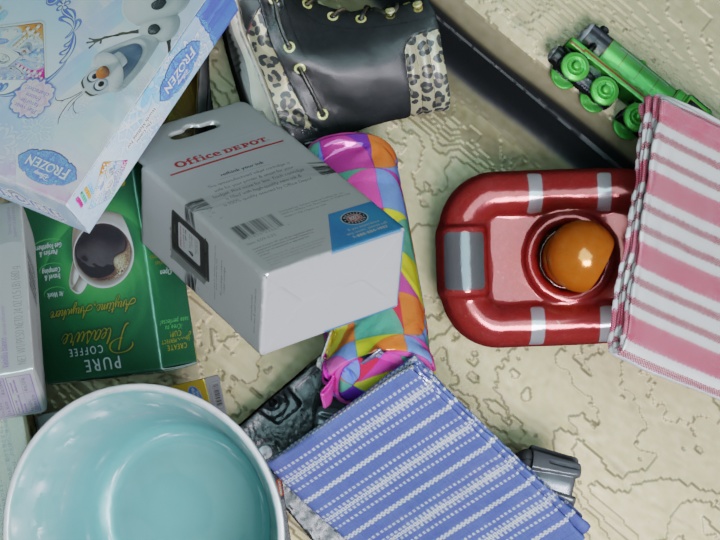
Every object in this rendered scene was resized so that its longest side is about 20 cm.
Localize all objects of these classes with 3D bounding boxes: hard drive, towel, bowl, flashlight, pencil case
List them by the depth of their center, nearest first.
[{"bbox_3d":[-0.134,0.174,1.537,0.199,0.105,0.202,0,92,14],"label":"bowl"},{"bbox_3d":[0.051,0.160,1.598,0.145,0.024,0.200,-36,114,23],"label":"towel"},{"bbox_3d":[0.000,0.000,1.612,0.088,0.089,0.201,-6,59,-4],"label":"pencil case"},{"bbox_3d":[0.243,-0.012,1.613,0.146,0.030,0.201,22,72,-34],"label":"towel"},{"bbox_3d":[0.059,0.136,1.626,0.199,0.068,0.068,13,94,-3],"label":"flashlight"},{"bbox_3d":[0.015,0.155,1.675,0.140,0.038,0.200,-41,92,-3],"label":"hard drive"}]

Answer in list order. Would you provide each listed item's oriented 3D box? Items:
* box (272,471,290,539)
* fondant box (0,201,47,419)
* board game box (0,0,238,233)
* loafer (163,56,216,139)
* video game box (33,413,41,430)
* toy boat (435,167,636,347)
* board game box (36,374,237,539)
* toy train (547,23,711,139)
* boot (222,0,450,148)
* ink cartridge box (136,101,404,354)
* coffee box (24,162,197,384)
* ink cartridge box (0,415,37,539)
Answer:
[{"bbox_3d":[-0.112,0.254,1.645,0.136,0.040,0.202,-9,91,14],"label":"box"},{"bbox_3d":[-0.323,0.039,1.555,0.198,0.058,0.145,-10,56,-2],"label":"fondant box"},{"bbox_3d":[-0.219,-0.145,1.581,0.199,0.043,0.200,22,69,30],"label":"board game box"},{"bbox_3d":[-0.141,-0.166,1.645,0.072,0.072,0.201,-13,91,-4],"label":"loafer"},{"bbox_3d":[-0.332,0.128,1.647,0.198,0.047,0.184,-5,93,-4],"label":"video game box"},{"bbox_3d":[0.157,-0.010,1.637,0.198,0.131,0.132,-2,91,-4],"label":"toy boat"},{"bbox_3d":[-0.146,0.187,1.612,0.134,0.034,0.201,-13,88,15],"label":"board game box"},{"bbox_3d":[0.228,-0.113,1.690,0.200,0.042,0.057,39,78,-3],"label":"toy train"},{"bbox_3d":[-0.026,-0.190,1.655,0.153,0.073,0.205,-15,97,-6],"label":"boot"},{"bbox_3d":[-0.073,-0.034,1.546,0.115,0.200,0.067,-19,129,-29],"label":"ink cartridge box"},{"bbox_3d":[-0.188,-0.022,1.627,0.122,0.044,0.202,-10,89,36],"label":"coffee box"},{"bbox_3d":[-0.298,0.187,1.590,0.164,0.075,0.201,-11,92,-3],"label":"ink cartridge box"}]
